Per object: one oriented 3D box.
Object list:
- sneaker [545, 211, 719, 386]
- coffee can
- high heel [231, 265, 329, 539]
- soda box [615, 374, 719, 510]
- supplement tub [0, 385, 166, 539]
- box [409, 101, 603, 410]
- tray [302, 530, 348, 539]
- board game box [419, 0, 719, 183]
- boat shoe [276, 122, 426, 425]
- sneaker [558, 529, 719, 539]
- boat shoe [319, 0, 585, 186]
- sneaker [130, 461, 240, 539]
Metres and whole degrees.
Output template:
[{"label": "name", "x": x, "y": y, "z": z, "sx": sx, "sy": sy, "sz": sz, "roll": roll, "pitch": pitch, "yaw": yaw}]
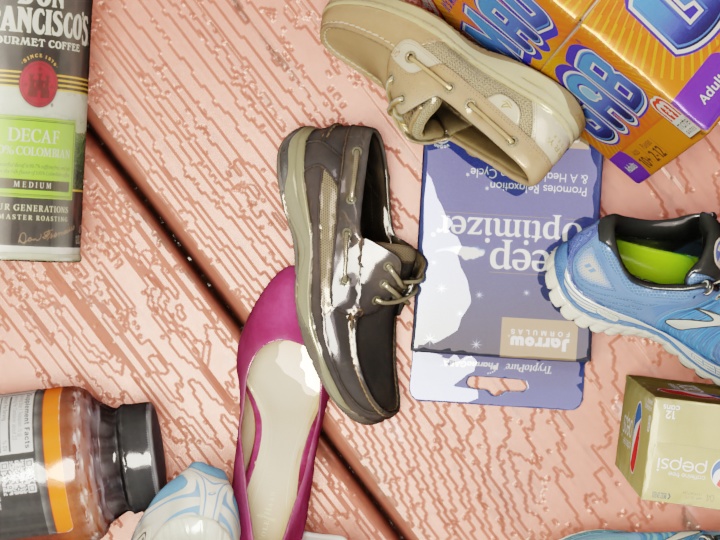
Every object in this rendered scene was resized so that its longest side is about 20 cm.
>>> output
[{"label": "sneaker", "x": 0.223, "y": 0.015, "z": 1.591, "sx": 0.199, "sy": 0.089, "sz": 0.079, "roll": 16, "pitch": 56, "yaw": -17}, {"label": "coffee can", "x": -0.246, "y": -0.108, "z": 1.588, "sx": 0.146, "sy": 0.146, "sz": 0.201, "roll": 3, "pitch": 91, "yaw": 1}, {"label": "high heel", "x": -0.053, "y": 0.096, "z": 1.608, "sx": 0.067, "sy": 0.096, "sz": 0.201, "roll": 15, "pitch": 88, "yaw": -8}, {"label": "soda box", "x": 0.203, "y": 0.106, "z": 1.557, "sx": 0.067, "sy": 0.200, "sz": 0.064, "roll": 7, "pitch": 91, "yaw": 1}, {"label": "supplement tub", "x": -0.228, "y": 0.133, "z": 1.610, "sx": 0.199, "sy": 0.107, "sz": 0.107, "roll": -7, "pitch": 91, "yaw": 0}, {"label": "box", "x": 0.097, "y": -0.009, "z": 1.643, "sx": 0.121, "sy": 0.032, "sz": 0.201, "roll": 3, "pitch": 92, "yaw": 0}, {"label": "tray", "x": 0.008, "y": 0.261, "z": 1.609, "sx": 0.022, "sy": 0.107, "sz": 0.201, "roll": -20, "pitch": 95, "yaw": -21}, {"label": "board game box", "x": 0.179, "y": -0.205, "z": 1.540, "sx": 0.200, "sy": 0.200, "sz": 0.200, "roll": 40, "pitch": 81, "yaw": 0}, {"label": "boat shoe", "x": 0.000, "y": 0.000, "z": 1.612, "sx": 0.073, "sy": 0.074, "sz": 0.201, "roll": -12, "pitch": 91, "yaw": 26}, {"label": "sneaker", "x": 0.201, "y": 0.192, "z": 1.589, "sx": 0.199, "sy": 0.090, "sz": 0.079, "roll": -5, "pitch": 72, "yaw": -18}, {"label": "boat shoe", "x": 0.046, "y": -0.117, "z": 1.589, "sx": 0.200, "sy": 0.071, "sz": 0.065, "roll": 27, "pitch": 69, "yaw": 29}, {"label": "sneaker", "x": -0.127, "y": 0.204, "z": 1.603, "sx": 0.072, "sy": 0.073, "sz": 0.200, "roll": 24, "pitch": 129, "yaw": -9}]
